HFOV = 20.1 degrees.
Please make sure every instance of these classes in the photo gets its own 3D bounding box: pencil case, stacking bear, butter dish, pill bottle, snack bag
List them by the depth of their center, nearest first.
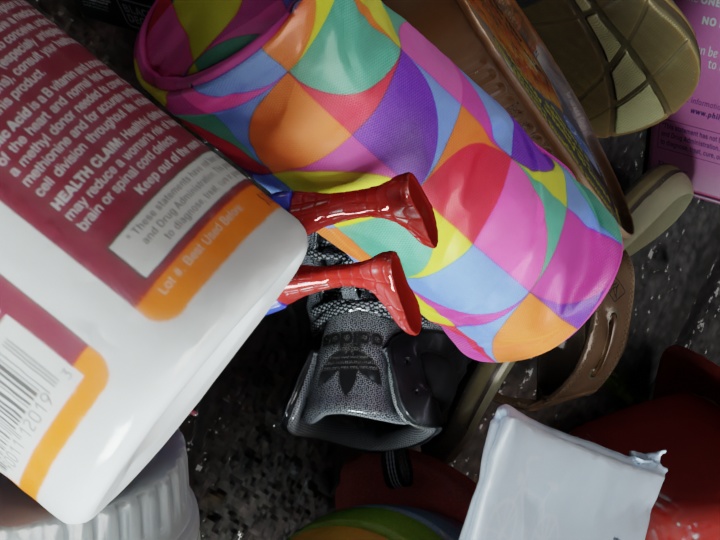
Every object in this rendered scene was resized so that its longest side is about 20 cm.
[{"bbox_3d":[-0.125,-0.028,0.601,0.114,0.200,0.114,-51,178,-2],"label":"pill bottle"},{"bbox_3d":[0.011,-0.047,0.722,0.200,0.088,0.089,42,74,-37],"label":"pencil case"},{"bbox_3d":[0.058,0.155,0.804,0.188,0.021,0.201,23,83,-60],"label":"snack bag"},{"bbox_3d":[-0.010,0.150,0.818,0.200,0.113,0.122,-7,111,-63],"label":"stacking bear"},{"bbox_3d":[0.139,0.157,0.992,0.147,0.200,0.200,-3,109,-21],"label":"butter dish"}]

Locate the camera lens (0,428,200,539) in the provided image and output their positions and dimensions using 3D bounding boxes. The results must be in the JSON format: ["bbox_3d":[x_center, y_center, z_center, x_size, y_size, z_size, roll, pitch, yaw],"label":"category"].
[{"bbox_3d":[-0.135,0.150,0.694,0.160,0.160,0.201,-13,114,-43],"label":"camera lens"}]

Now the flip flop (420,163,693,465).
[{"bbox_3d":[0.101,0.024,0.948,0.200,0.058,0.081,-41,174,-34],"label":"flip flop"}]

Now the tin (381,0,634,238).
[{"bbox_3d":[0.052,-0.081,0.826,0.042,0.112,0.200,-31,130,11],"label":"tin"}]

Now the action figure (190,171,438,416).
[{"bbox_3d":[-0.074,0.010,0.694,0.052,0.199,0.066,64,28,-45],"label":"action figure"}]

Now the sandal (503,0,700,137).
[{"bbox_3d":[0.089,-0.133,0.895,0.200,0.080,0.054,45,39,-38],"label":"sandal"}]

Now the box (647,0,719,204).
[{"bbox_3d":[0.243,-0.142,1.021,0.176,0.097,0.201,-14,114,-42],"label":"box"}]

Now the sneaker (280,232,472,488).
[{"bbox_3d":[0.000,0.000,0.813,0.200,0.075,0.114,64,31,-42],"label":"sneaker"}]

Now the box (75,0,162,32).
[{"bbox_3d":[-0.078,-0.194,0.697,0.117,0.060,0.200,-45,133,-25],"label":"box"}]
